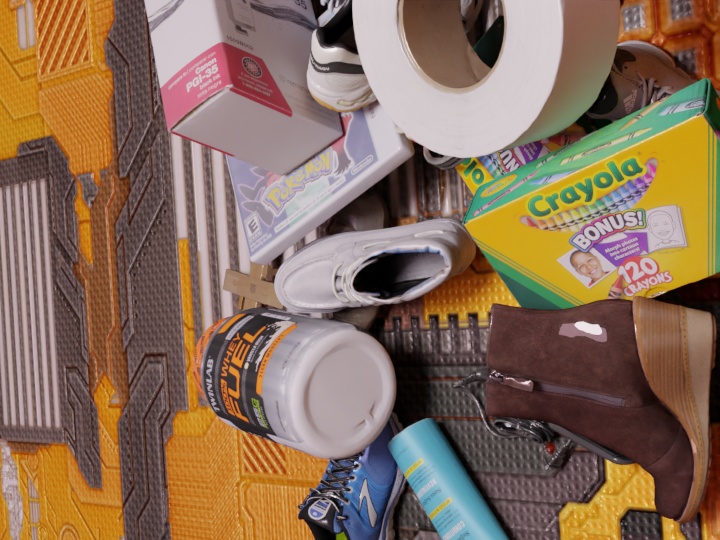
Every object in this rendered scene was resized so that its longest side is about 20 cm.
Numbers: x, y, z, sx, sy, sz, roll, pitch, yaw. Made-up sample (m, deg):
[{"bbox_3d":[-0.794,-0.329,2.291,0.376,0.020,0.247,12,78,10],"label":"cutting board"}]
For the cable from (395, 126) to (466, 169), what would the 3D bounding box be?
[{"bbox_3d":[0.093,-0.124,1.028,0.200,0.050,0.097,17,101,57],"label":"cable"}]

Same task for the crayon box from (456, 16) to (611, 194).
[{"bbox_3d":[0.148,-0.097,1.078,0.119,0.058,0.200,-50,59,35],"label":"crayon box"}]

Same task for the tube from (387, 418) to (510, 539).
[{"bbox_3d":[0.096,0.229,1.172,0.200,0.050,0.077,58,141,20],"label":"tube"}]

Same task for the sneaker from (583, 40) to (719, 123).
[{"bbox_3d":[0.228,-0.110,0.967,0.200,0.115,0.075,40,119,37],"label":"sneaker"}]

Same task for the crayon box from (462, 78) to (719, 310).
[{"bbox_3d":[0.191,-0.041,0.949,0.200,0.058,0.119,-25,112,31],"label":"crayon box"}]

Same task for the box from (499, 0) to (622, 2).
[{"bbox_3d":[0.110,-0.284,1.060,0.200,0.141,0.079,41,119,37],"label":"box"}]

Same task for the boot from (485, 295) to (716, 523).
[{"bbox_3d":[0.179,0.105,0.983,0.166,0.072,0.200,0,121,10],"label":"boot"}]

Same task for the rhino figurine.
[{"bbox_3d":[-0.016,0.009,1.259,0.087,0.060,0.201,11,103,34],"label":"rhino figurine"}]

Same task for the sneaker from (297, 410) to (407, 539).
[{"bbox_3d":[-0.008,0.213,1.241,0.078,0.089,0.201,4,93,45],"label":"sneaker"}]

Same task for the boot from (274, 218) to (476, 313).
[{"bbox_3d":[0.000,0.000,1.167,0.200,0.096,0.074,-17,95,20],"label":"boot"}]

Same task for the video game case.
[{"bbox_3d":[-0.049,-0.130,1.196,0.200,0.023,0.183,-35,56,32],"label":"video game case"}]

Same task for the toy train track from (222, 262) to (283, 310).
[{"bbox_3d":[-0.093,-0.022,1.359,0.115,0.032,0.201,16,98,51],"label":"toy train track"}]

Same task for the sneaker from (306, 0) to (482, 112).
[{"bbox_3d":[0.036,-0.219,1.109,0.076,0.200,0.088,37,158,22],"label":"sneaker"}]

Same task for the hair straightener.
[{"bbox_3d":[0.154,0.132,1.106,0.200,0.041,0.077,15,102,44],"label":"hair straightener"}]

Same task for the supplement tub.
[{"bbox_3d":[-0.069,0.100,1.217,0.200,0.122,0.123,6,97,54],"label":"supplement tub"}]

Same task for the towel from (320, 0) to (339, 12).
[{"bbox_3d":[-0.020,-0.318,1.192,0.200,0.024,0.147,-110,33,-73],"label":"towel"}]

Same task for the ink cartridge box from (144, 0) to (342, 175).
[{"bbox_3d":[-0.109,-0.203,1.155,0.083,0.146,0.200,-31,59,32],"label":"ink cartridge box"}]

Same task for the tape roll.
[{"bbox_3d":[0.087,-0.186,0.945,0.202,0.071,0.203,20,119,42],"label":"tape roll"}]
